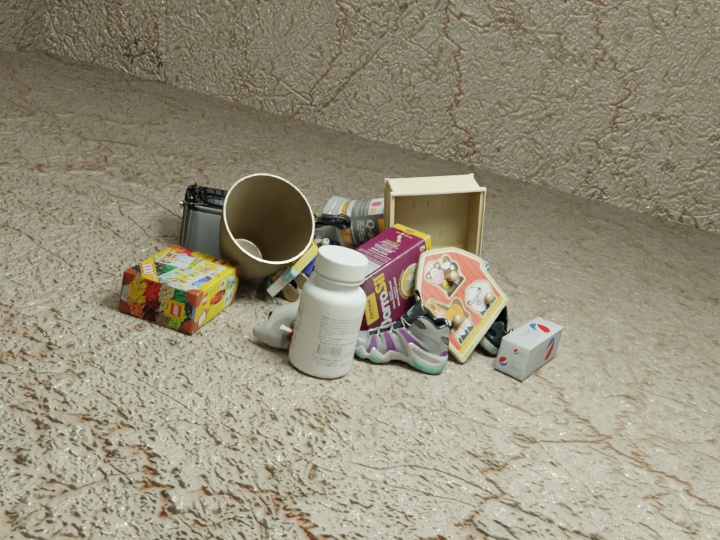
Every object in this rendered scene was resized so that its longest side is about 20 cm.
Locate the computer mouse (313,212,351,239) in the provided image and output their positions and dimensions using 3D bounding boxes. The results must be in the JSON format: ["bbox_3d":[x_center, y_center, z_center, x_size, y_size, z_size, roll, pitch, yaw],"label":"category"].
[{"bbox_3d":[-0.114,-0.066,1.905,0.108,0.199,0.045,-1,64,-41],"label":"computer mouse"}]

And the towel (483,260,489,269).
[{"bbox_3d":[0.178,-0.003,1.864,0.144,0.024,0.199,12,20,32],"label":"towel"}]

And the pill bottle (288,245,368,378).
[{"bbox_3d":[-0.050,0.068,1.448,0.112,0.204,0.115,12,18,-4],"label":"pill bottle"}]

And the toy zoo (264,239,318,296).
[{"bbox_3d":[-0.142,-0.016,1.737,0.020,0.131,0.200,46,3,-16],"label":"toy zoo"}]

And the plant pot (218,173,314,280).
[{"bbox_3d":[-0.209,-0.062,1.706,0.183,0.192,0.200,5,-25,-23],"label":"plant pot"}]

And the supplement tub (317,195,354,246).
[{"bbox_3d":[0.008,-0.092,2.072,0.196,0.135,0.132,18,19,18],"label":"supplement tub"}]

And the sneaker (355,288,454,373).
[{"bbox_3d":[0.074,0.097,1.547,0.195,0.143,0.078,11,18,-8],"label":"sneaker"}]

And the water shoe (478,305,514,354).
[{"bbox_3d":[0.273,0.091,1.757,0.071,0.079,0.202,32,25,-24],"label":"water shoe"}]

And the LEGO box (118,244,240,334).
[{"bbox_3d":[-0.327,0.030,1.560,0.146,0.079,0.200,16,18,9],"label":"LEGO box"}]

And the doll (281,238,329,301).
[{"bbox_3d":[-0.115,-0.013,1.792,0.048,0.136,0.201,45,29,-13],"label":"doll"}]

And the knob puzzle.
[{"bbox_3d":[0.184,0.042,1.638,0.215,0.225,0.030,4,-13,-26],"label":"knob puzzle"}]

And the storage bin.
[{"bbox_3d":[0.148,-0.091,1.779,0.195,0.203,0.094,-4,29,-8],"label":"storage bin"}]

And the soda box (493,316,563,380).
[{"bbox_3d":[0.338,0.152,1.694,0.063,0.070,0.199,22,20,26],"label":"soda box"}]

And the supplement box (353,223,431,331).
[{"bbox_3d":[0.046,0.017,1.658,0.198,0.133,0.102,-33,37,-30],"label":"supplement box"}]

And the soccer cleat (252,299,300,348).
[{"bbox_3d":[-0.126,0.086,1.566,0.076,0.071,0.200,15,21,17],"label":"soccer cleat"}]

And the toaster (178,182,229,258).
[{"bbox_3d":[-0.319,-0.111,1.911,0.195,0.121,0.181,8,18,-16],"label":"toaster"}]

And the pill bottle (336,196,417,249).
[{"bbox_3d":[0.052,-0.107,1.916,0.196,0.119,0.116,-4,9,27],"label":"pill bottle"}]
